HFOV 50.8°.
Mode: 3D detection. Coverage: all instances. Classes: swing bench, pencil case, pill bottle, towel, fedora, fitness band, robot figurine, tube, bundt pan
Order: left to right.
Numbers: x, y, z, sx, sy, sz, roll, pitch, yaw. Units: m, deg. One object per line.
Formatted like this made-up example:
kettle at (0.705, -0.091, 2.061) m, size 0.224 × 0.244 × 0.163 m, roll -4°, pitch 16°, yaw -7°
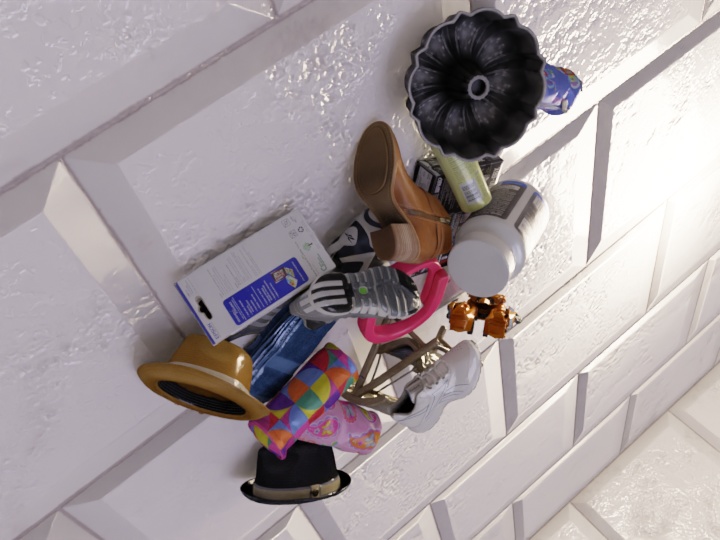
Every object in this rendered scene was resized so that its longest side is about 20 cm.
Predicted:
fedora at (-0.209, 0.145, 1.057) m, size 0.201 × 0.199 × 0.082 m, roll 54°, pitch 44°, yaw -54°
towel at (-0.123, 0.128, 1.191) m, size 0.200 × 0.049 × 0.112 m, roll -50°, pitch 146°, yaw 4°
fedora at (-0.116, 0.348, 1.352) m, size 0.200 × 0.200 × 0.093 m, roll -2°, pitch 90°, yaw -45°
pencil case at (-0.086, 0.206, 1.209) m, size 0.200 × 0.088 × 0.089 m, roll -41°, pitch 146°, yaw -27°
pencil case at (-0.058, 0.264, 1.321) m, size 0.199 × 0.088 × 0.088 m, roll 21°, pitch 109°, yaw -34°
fitness band at (0.064, 0.046, 1.200) m, size 0.143 × 0.038 × 0.201 m, roll -20°, pitch 150°, yaw -19°
swing bench at (0.086, 0.188, 1.388) m, size 0.200 × 0.130 × 0.199 m, roll -52°, pitch 142°, yaw 8°
tube at (0.136, -0.183, 1.121) m, size 0.201 × 0.052 × 0.058 m, roll 61°, pitch 31°, yaw -24°
bundt pan at (0.148, -0.255, 1.034) m, size 0.200 × 0.076 × 0.204 m, roll -6°, pitch 113°, yaw -13°
robot figurine at (0.226, 0.078, 1.393) m, size 0.200 × 0.144 × 0.059 m, roll -35°, pitch 133°, yaw -73°
pill bottle at (0.212, -0.050, 1.166) m, size 0.200 × 0.113 × 0.114 m, roll -47°, pitch 155°, yaw -49°
pencil case at (0.260, -0.284, 1.165) m, size 0.199 × 0.087 × 0.078 m, roll -3°, pitch 147°, yaw -44°

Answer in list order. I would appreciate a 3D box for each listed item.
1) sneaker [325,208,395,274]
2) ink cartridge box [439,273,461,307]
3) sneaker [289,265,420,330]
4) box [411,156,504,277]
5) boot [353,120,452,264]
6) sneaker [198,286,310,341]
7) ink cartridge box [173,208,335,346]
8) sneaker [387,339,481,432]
sneaker at (0.000, 0.000, 1.176) m, size 0.129 × 0.080 × 0.199 m, roll -33°, pitch 152°, yaw -5°
ink cartridge box at (0.212, 0.000, 1.393) m, size 0.196 × 0.043 × 0.200 m, roll -32°, pitch 174°, yaw -22°
sneaker at (-0.016, 0.043, 1.076) m, size 0.199 × 0.076 × 0.115 m, roll 5°, pitch 158°, yaw -41°
box at (0.142, -0.095, 1.251) m, size 0.157 × 0.050 × 0.201 m, roll -18°, pitch 135°, yaw -36°
boot at (0.072, -0.110, 1.090) m, size 0.076 × 0.202 × 0.155 m, roll -17°, pitch 173°, yaw 39°
sneaker at (-0.138, 0.040, 1.083) m, size 0.199 × 0.074 × 0.081 m, roll -25°, pitch 147°, yaw -17°
ink cartridge box at (-0.140, 0.009, 1.015) m, size 0.199 × 0.100 × 0.039 m, roll -32°, pitch 179°, yaw -20°
sneaker at (0.126, 0.195, 1.273) m, size 0.087 × 0.075 × 0.201 m, roll 22°, pitch 112°, yaw -44°
